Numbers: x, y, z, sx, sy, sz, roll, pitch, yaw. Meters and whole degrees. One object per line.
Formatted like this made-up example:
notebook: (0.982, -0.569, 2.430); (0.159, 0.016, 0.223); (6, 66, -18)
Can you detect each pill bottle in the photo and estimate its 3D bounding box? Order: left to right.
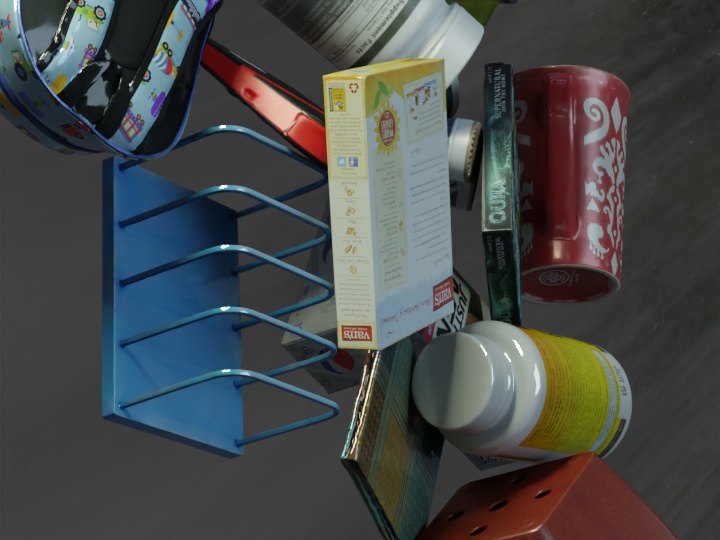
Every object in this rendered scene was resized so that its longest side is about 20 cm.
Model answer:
pill bottle: (-0.003, -0.227, 1.669); (0.200, 0.114, 0.114); (38, 42, -11)
pill bottle: (0.130, 0.101, 1.648); (0.200, 0.109, 0.109); (14, 63, -52)

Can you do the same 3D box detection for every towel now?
towel: (0.027, 0.134, 1.595); (0.200, 0.022, 0.147); (65, 32, -53)

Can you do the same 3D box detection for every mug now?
mug: (0.179, -0.084, 1.907); (0.177, 0.133, 0.200); (29, 56, -50)

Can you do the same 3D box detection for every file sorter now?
file sorter: (-0.097, 0.014, 1.460); (0.139, 0.123, 0.200); (24, 56, -48)

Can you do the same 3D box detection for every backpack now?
backpack: (-0.196, -0.163, 1.392); (0.183, 0.134, 0.200); (42, 43, -37)

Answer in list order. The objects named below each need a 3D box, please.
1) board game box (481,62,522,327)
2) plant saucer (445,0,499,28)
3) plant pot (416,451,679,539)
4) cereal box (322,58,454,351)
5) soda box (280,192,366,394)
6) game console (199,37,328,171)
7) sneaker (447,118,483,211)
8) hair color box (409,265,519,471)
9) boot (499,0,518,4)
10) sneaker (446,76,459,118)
board game box: (0.123, -0.064, 1.755); (0.135, 0.028, 0.200); (80, 10, -48)
plant saucer: (0.052, -0.313, 1.758); (0.048, 0.200, 0.200); (-31, 77, -27)
plant pot: (0.145, 0.262, 1.617); (0.176, 0.200, 0.200); (63, 34, -11)
cereal box: (0.023, -0.052, 1.492); (0.144, 0.039, 0.200); (-21, 111, -63)
soda box: (0.000, 0.000, 1.658); (0.068, 0.063, 0.200); (48, 41, -30)
game console: (-0.047, -0.116, 1.569); (0.177, 0.031, 0.200); (37, 5, 27)
sneaker: (0.051, -0.102, 1.783); (0.200, 0.108, 0.070); (59, 40, -81)
hair color box: (0.080, 0.073, 1.743); (0.200, 0.061, 0.099); (47, 40, -33)
boot: (0.076, -0.327, 1.867); (0.070, 0.131, 0.200); (-23, 93, -56)
sneaker: (0.011, -0.202, 1.775); (0.200, 0.075, 0.085); (55, 42, -13)
